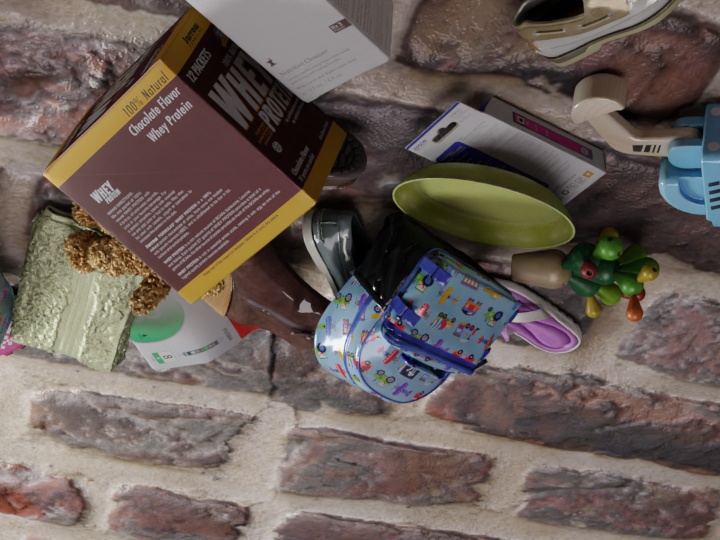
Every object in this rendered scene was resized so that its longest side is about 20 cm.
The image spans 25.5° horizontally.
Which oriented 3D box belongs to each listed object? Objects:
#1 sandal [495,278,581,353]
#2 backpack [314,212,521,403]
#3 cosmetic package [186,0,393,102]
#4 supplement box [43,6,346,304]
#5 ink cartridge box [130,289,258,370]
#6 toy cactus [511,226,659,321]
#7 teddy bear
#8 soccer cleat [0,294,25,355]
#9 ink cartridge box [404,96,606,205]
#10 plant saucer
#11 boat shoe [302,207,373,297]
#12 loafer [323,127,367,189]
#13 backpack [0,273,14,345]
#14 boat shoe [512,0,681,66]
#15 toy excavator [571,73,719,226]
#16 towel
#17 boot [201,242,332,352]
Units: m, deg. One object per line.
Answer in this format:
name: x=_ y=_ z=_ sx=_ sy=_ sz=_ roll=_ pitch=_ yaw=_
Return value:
sandal: x=0.188 y=0.061 z=1.922 sx=0.203 sy=0.050 sz=0.082 roll=22 pitch=139 yaw=-24
backpack: x=0.056 y=0.063 z=1.789 sx=0.183 sy=0.135 sz=0.200 roll=32 pitch=99 yaw=-42
cosmetic package: x=-0.072 y=-0.257 z=1.475 sx=0.113 sy=0.081 sz=0.200 roll=-24 pitch=137 yaw=33
supplement box: x=-0.161 y=-0.116 z=1.564 sx=0.200 sy=0.133 sz=0.197 roll=42 pitch=125 yaw=-16
ink cartridge box: x=-0.189 y=0.050 z=1.927 sx=0.200 sy=0.050 sz=0.161 roll=-8 pitch=143 yaw=16
toy cactus: x=0.253 y=0.008 z=1.795 sx=0.165 sy=0.102 sz=0.200 roll=2 pitch=174 yaw=11
teddy bear: x=-0.239 y=-0.029 z=1.736 sx=0.200 sy=0.145 sz=0.067 roll=32 pitch=-174 yaw=20
soccer cleat: x=-0.475 y=0.069 z=1.941 sx=0.200 sy=0.070 sz=0.086 roll=-20 pitch=141 yaw=27
ink cartridge box: x=0.154 y=-0.126 z=1.683 sx=0.200 sy=0.037 sz=0.095 roll=21 pitch=140 yaw=-28
plant saucer: x=0.135 y=-0.073 z=1.712 sx=0.200 sy=0.031 sz=0.200 roll=12 pitch=164 yaw=3
boat shoe: x=0.000 y=0.000 z=1.830 sx=0.062 sy=0.073 sz=0.200 roll=-11 pitch=137 yaw=23
loafer: x=-0.089 y=-0.115 z=1.686 sx=0.200 sy=0.073 sz=0.071 roll=5 pitch=149 yaw=12
backpack: x=-0.482 y=0.032 z=1.817 sx=0.127 sy=0.167 sz=0.200 roll=24 pitch=162 yaw=15
boat shoe: x=0.228 y=-0.257 z=1.470 sx=0.068 sy=0.075 sz=0.200 roll=23 pitch=140 yaw=-35
toy excavator: x=0.327 y=-0.123 z=1.642 sx=0.200 sy=0.100 sz=0.195 roll=0 pitch=143 yaw=17
towel: x=-0.327 y=0.024 z=1.847 sx=0.148 sy=0.036 sz=0.200 roll=18 pitch=123 yaw=-6
boot: x=-0.090 y=0.002 z=1.805 sx=0.166 sy=0.072 sz=0.200 roll=29 pitch=138 yaw=-11
